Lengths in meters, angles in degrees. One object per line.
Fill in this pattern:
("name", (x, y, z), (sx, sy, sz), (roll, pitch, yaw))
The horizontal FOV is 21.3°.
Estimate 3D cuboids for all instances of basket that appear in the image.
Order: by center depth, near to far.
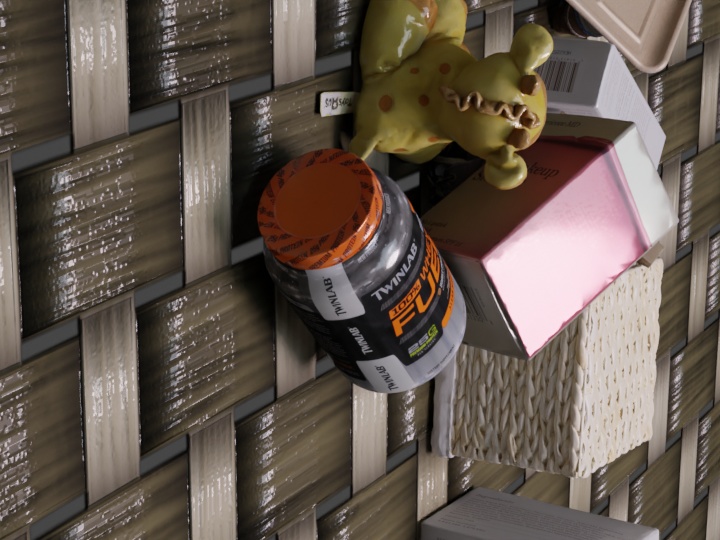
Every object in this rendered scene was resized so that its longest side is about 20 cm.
("basket", (0.181, 0.074, 1.819), (0.198, 0.159, 0.202), (-16, 110, -59))

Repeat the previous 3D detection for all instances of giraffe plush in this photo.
("giraffe plush", (0.084, -0.145, 1.562), (0.200, 0.161, 0.174), (-40, 132, -51))

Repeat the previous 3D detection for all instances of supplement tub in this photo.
("supplement tub", (0.000, 0.000, 1.493), (0.123, 0.121, 0.200), (-68, 149, -23))

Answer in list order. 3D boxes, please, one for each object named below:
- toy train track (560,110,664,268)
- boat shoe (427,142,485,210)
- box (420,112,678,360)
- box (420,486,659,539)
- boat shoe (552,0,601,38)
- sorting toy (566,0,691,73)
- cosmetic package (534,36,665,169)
("toy train track", (0.197, -0.071, 1.798), (0.115, 0.199, 0.033), (-50, 175, -19))
("boat shoe", (0.090, -0.085, 1.701), (0.065, 0.072, 0.201), (31, 82, -35))
("box", (0.150, -0.033, 1.631), (0.200, 0.127, 0.110), (-41, 118, -23))
("box", (0.166, 0.334, 1.825), (0.130, 0.198, 0.201), (-20, 116, -58))
("boat shoe", (0.259, -0.302, 1.936), (0.200, 0.072, 0.073), (-41, 114, -37))
("sorting toy", (0.243, -0.315, 1.860), (0.199, 0.036, 0.186), (36, 62, -22))
("cosmetic package", (0.226, -0.152, 1.895), (0.200, 0.101, 0.075), (44, 60, -59))
